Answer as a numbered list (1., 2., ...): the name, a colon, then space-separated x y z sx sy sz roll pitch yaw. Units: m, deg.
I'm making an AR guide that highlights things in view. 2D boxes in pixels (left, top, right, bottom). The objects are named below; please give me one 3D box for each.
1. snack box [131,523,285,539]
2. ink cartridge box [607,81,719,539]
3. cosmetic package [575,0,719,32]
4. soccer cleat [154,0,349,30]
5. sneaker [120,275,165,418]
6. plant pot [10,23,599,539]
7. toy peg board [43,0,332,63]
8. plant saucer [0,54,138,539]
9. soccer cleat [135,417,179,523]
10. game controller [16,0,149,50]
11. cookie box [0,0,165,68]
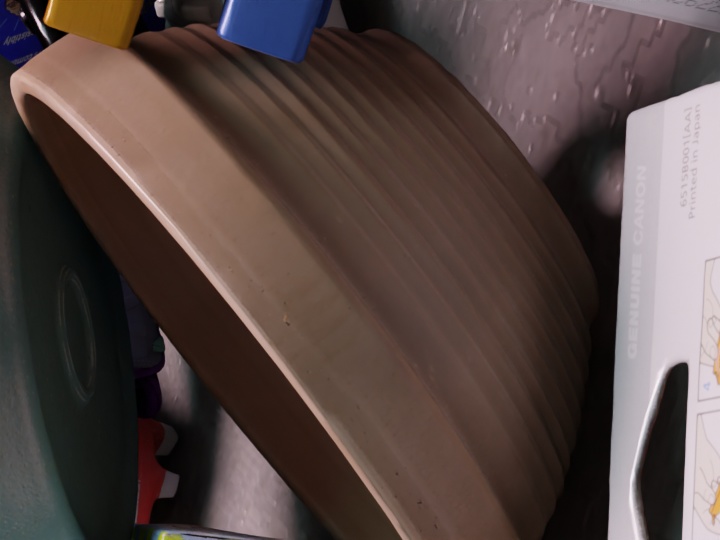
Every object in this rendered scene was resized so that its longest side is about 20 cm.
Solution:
1. snack box: -0.049 0.177 0.865 0.169 0.067 0.201 148 131 -81
2. ink cartridge box: 0.117 0.045 0.645 0.173 0.043 0.201 -20 64 63
3. cosmetic package: 0.082 -0.161 0.727 0.071 0.101 0.200 -46 40 51
4. soccer cleat: -0.041 -0.084 0.974 0.070 0.086 0.201 -43 44 52
5. sneaker: -0.096 0.003 1.062 0.074 0.088 0.200 -27 24 52
6. plant pot: 0.000 0.000 0.799 0.093 0.201 0.201 -39 26 -8
7. toy peg board: -0.078 -0.111 0.791 0.200 0.199 0.098 -85 15 -71
8. plant saucer: -0.099 0.021 0.870 0.200 0.036 0.201 -9 -90 -82
9. soccer cleat: -0.127 0.052 1.104 0.069 0.085 0.200 -66 28 26
10. game controller: -0.073 -0.036 0.950 0.104 0.042 0.200 -108 -6 -45
11. cookie box: -0.125 -0.128 1.071 0.075 0.171 0.200 33 118 15
